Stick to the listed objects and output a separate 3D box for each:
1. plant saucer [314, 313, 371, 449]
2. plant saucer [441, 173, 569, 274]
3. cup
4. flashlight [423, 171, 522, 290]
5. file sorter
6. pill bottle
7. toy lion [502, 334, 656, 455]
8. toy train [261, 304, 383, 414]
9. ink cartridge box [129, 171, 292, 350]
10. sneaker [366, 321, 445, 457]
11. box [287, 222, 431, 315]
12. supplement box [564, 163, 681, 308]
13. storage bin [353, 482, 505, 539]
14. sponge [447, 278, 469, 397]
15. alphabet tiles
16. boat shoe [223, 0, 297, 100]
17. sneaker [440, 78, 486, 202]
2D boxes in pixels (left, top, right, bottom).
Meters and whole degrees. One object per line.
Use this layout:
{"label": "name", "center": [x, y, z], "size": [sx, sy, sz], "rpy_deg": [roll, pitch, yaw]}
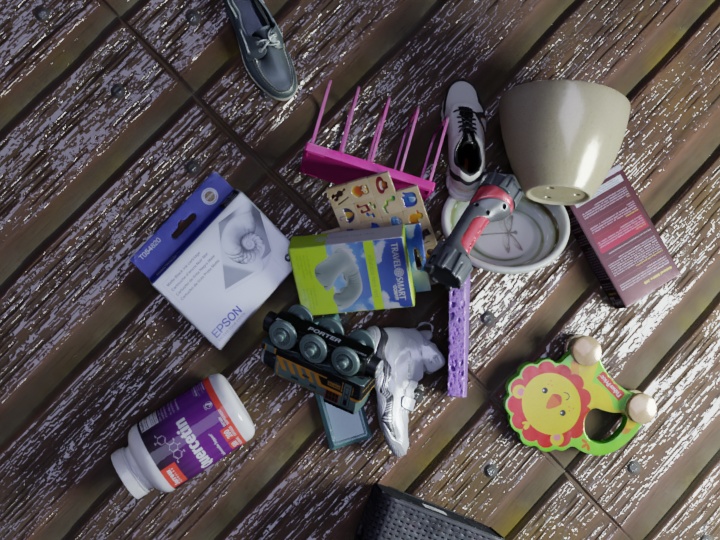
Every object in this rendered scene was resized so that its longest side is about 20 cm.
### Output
{"label": "plant saucer", "center": [-0.041, 0.171, 1.540], "size": [0.069, 0.019, 0.203], "rpy_deg": [-15, 88, -6]}
{"label": "plant saucer", "center": [0.222, -0.062, 1.543], "size": [0.197, 0.051, 0.202], "rpy_deg": [0, 51, 0]}
{"label": "cup", "center": [0.303, -0.181, 1.502], "size": [0.197, 0.200, 0.146], "rpy_deg": [7, 79, -5]}
{"label": "flashlight", "center": [0.171, -0.057, 1.468], "size": [0.068, 0.067, 0.201], "rpy_deg": [52, 53, -29]}
{"label": "file sorter", "center": [0.021, -0.194, 1.516], "size": [0.197, 0.139, 0.127], "rpy_deg": [17, 81, -4]}
{"label": "pill bottle", "center": [-0.262, 0.248, 1.464], "size": [0.199, 0.112, 0.113], "rpy_deg": [-33, 89, -7]}
{"label": "toy lion", "center": [0.331, 0.211, 1.557], "size": [0.200, 0.069, 0.192], "rpy_deg": [44, 90, -1]}
{"label": "toy train", "center": [-0.062, 0.132, 1.480], "size": [0.198, 0.085, 0.115], "rpy_deg": [21, 119, 16]}
{"label": "ink cartridge box", "center": [-0.219, -0.019, 1.525], "size": [0.200, 0.041, 0.200], "rpy_deg": [43, 83, -1]}
{"label": "sneaker", "center": [0.077, 0.177, 1.522], "size": [0.113, 0.075, 0.203], "rpy_deg": [-10, 83, -4]}
{"label": "box", "center": [0.000, 0.000, 1.491], "size": [0.197, 0.048, 0.123], "rpy_deg": [-6, 119, 10]}
{"label": "supplement box", "center": [0.408, -0.053, 1.580], "size": [0.108, 0.061, 0.202], "rpy_deg": [-28, 88, -6]}
{"label": "storage bin", "center": [0.100, 0.398, 1.476], "size": [0.198, 0.135, 0.095], "rpy_deg": [22, 84, -4]}
{"label": "sponge", "center": [0.150, 0.092, 1.517], "size": [0.029, 0.112, 0.203], "rpy_deg": [1, 85, 9]}
{"label": "alphabet tiles", "center": [0.027, -0.049, 1.491], "size": [0.165, 0.008, 0.202], "rpy_deg": [-14, 119, 15]}
{"label": "boat shoe", "center": [-0.157, -0.360, 1.546], "size": [0.072, 0.062, 0.202], "rpy_deg": [-25, 88, -7]}
{"label": "sneaker", "center": [0.167, -0.213, 1.547], "size": [0.072, 0.080, 0.203], "rpy_deg": [-2, 70, -3]}
